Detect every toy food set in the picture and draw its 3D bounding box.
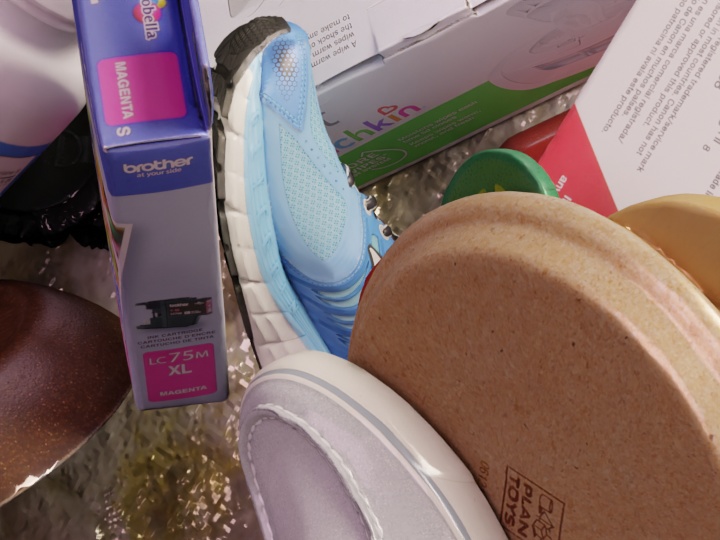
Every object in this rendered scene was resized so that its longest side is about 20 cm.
[{"bbox_3d":[0.066,0.063,0.774,0.198,0.049,0.201,15,120,45],"label":"toy food set"}]

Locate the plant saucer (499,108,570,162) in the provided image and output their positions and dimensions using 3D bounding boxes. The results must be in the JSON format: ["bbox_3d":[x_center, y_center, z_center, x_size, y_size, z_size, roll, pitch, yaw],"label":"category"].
[{"bbox_3d":[0.145,0.004,0.874,0.199,0.037,0.201,-24,68,25],"label":"plant saucer"}]

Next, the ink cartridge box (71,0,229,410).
[{"bbox_3d":[-0.072,-0.052,0.858,0.042,0.200,0.120,-7,59,-8],"label":"ink cartridge box"}]

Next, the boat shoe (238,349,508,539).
[{"bbox_3d":[0.011,0.116,0.763,0.070,0.071,0.201,-44,72,44],"label":"boat shoe"}]

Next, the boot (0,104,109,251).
[{"bbox_3d":[-0.150,-0.094,1.062,0.198,0.073,0.163,5,87,34],"label":"boot"}]

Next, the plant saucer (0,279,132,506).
[{"bbox_3d":[-0.181,0.054,0.979,0.200,0.201,0.037,-11,115,29],"label":"plant saucer"}]

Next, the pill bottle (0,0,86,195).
[{"bbox_3d":[-0.170,-0.071,0.965,0.200,0.112,0.112,-44,60,22],"label":"pill bottle"}]

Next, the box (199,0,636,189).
[{"bbox_3d":[0.026,-0.149,0.948,0.199,0.097,0.177,-25,67,24],"label":"box"}]

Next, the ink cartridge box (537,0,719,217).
[{"bbox_3d":[0.153,0.006,0.796,0.200,0.084,0.145,36,99,33],"label":"ink cartridge box"}]

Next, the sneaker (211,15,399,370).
[{"bbox_3d":[0.000,0.000,0.905,0.090,0.201,0.078,-18,24,-2],"label":"sneaker"}]
